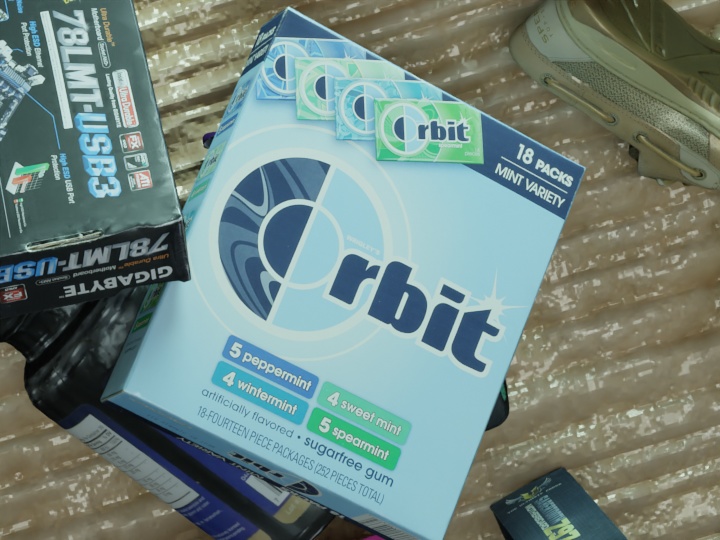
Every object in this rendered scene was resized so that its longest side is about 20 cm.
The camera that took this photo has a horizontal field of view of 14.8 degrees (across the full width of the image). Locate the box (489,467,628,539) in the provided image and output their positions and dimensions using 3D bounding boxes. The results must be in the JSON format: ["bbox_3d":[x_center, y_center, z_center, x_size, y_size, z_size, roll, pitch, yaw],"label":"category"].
[{"bbox_3d":[0.139,0.211,1.389,0.051,0.158,0.201,-26,102,-4],"label":"box"}]

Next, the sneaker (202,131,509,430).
[{"bbox_3d":[0.000,0.000,1.383,0.087,0.074,0.201,-27,92,7],"label":"sneaker"}]

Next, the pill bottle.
[{"bbox_3d":[-0.092,0.047,1.348,0.200,0.112,0.112,38,93,-13],"label":"pill bottle"}]

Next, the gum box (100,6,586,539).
[{"bbox_3d":[-0.005,0.005,1.303,0.169,0.045,0.201,27,73,-14],"label":"gum box"}]

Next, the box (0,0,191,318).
[{"bbox_3d":[-0.191,-0.063,1.280,0.197,0.201,0.050,-10,141,-8],"label":"box"}]

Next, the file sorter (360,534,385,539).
[{"bbox_3d":[-0.039,0.239,1.353,0.199,0.126,0.139,-18,142,-5],"label":"file sorter"}]

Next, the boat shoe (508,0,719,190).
[{"bbox_3d":[0.163,-0.079,1.395,0.200,0.072,0.064,36,128,-21],"label":"boat shoe"}]
